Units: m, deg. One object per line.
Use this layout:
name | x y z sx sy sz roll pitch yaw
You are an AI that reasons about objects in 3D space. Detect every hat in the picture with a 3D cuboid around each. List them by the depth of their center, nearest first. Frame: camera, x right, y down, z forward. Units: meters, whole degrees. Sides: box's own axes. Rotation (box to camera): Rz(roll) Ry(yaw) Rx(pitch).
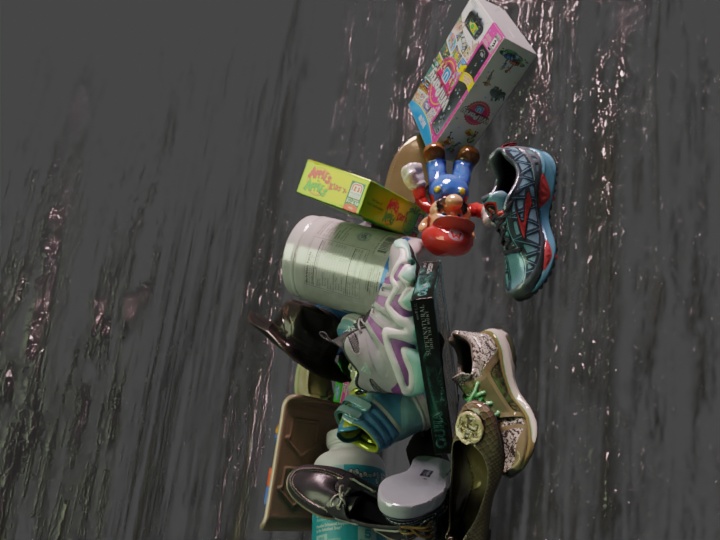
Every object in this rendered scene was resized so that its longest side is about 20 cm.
hat | -0.078 0.096 1.220 0.081 0.200 0.200 -56 27 1

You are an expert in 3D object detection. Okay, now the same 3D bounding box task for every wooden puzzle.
wooden puzzle | -0.079 0.300 1.192 0.046 0.185 0.202 4 77 39

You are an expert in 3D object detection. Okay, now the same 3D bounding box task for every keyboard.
keyboard | 0.115 0.272 1.003 0.128 0.020 0.201 -62 29 31

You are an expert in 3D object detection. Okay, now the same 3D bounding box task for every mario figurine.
mario figurine | 0.129 -0.108 1.062 0.123 0.106 0.201 -22 42 27

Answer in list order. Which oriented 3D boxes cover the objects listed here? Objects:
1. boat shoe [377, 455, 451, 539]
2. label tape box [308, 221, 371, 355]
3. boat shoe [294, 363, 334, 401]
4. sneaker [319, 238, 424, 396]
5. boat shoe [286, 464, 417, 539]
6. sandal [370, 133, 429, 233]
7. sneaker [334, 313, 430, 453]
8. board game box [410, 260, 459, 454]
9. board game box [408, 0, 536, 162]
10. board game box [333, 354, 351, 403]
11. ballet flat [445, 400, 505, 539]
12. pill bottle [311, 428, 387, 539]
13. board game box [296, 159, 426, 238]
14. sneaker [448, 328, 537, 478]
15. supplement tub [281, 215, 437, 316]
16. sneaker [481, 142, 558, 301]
boat shoe | 0.068 0.286 0.903 0.070 0.200 0.092 7 91 20
label tape box | -0.026 0.034 1.276 0.144 0.063 0.202 -21 50 60
boat shoe | -0.066 0.234 1.307 0.065 0.072 0.202 6 99 52
sneaker | 0.013 0.064 0.993 0.078 0.138 0.202 31 -126 -75
boat shoe | -0.010 0.308 1.043 0.063 0.198 0.073 85 -153 -60
sandal | 0.075 -0.121 1.229 0.213 0.077 0.070 -63 -17 -19
sneaker | -0.002 0.156 1.046 0.200 0.130 0.080 50 155 27
board game box | 0.095 0.104 0.951 0.135 0.028 0.202 -63 -35 -69
board game box | 0.161 -0.285 1.155 0.201 0.064 0.148 -58 30 32
board game box | 0.027 0.137 1.226 0.200 0.040 0.155 -23 56 58
ballet flat | 0.124 0.247 0.880 0.067 0.046 0.202 21 113 49
pill bottle | -0.016 0.338 1.126 0.111 0.110 0.202 -42 42 48
board game box | 0.007 -0.096 1.073 0.101 0.200 0.048 21 93 26
sneaker | 0.146 0.153 0.923 0.077 0.088 0.201 -52 35 38
supplement tub | 0.000 0.000 1.125 0.198 0.132 0.133 14 89 29
sneaker | 0.184 -0.062 0.951 0.079 0.095 0.202 -28 52 57
